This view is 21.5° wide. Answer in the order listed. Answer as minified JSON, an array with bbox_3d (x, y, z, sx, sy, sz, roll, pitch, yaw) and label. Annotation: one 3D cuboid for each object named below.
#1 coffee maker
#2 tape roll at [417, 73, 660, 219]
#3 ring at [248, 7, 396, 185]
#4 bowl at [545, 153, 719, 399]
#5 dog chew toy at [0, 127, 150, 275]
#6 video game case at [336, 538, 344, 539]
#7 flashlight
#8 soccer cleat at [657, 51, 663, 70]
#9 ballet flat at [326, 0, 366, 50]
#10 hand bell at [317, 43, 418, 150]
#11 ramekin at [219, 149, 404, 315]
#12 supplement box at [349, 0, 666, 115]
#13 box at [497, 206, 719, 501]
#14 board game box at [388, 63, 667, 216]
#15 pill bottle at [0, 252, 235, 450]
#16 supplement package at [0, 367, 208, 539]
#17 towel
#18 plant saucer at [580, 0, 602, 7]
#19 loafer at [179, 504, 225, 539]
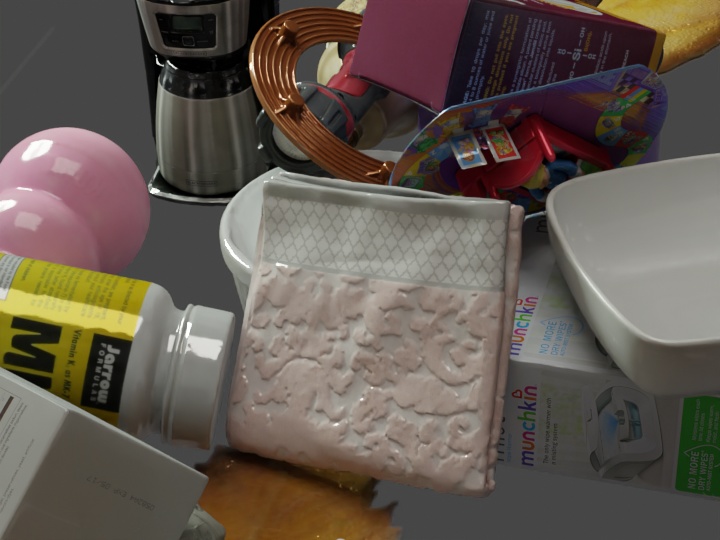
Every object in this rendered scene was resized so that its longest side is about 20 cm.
[{"bbox_3d":[-0.128,-0.183,1.578,0.134,0.201,0.192,-10,34,-12],"label":"coffee maker"},{"bbox_3d":[0.146,-0.115,1.561,0.199,0.085,0.200,-1,33,1],"label":"tape roll"},{"bbox_3d":[0.013,-0.127,1.391,0.200,0.019,0.201,20,41,-18],"label":"ring"},{"bbox_3d":[0.227,0.007,1.206,0.199,0.075,0.200,-9,36,-12],"label":"bowl"},{"bbox_3d":[-0.240,-0.016,1.411,0.124,0.125,0.200,11,43,20],"label":"dog chew toy"},{"bbox_3d":[-0.012,0.246,1.076,0.182,0.022,0.200,25,41,36],"label":"video game case"},{"bbox_3d":[-0.017,-0.143,1.458,0.068,0.068,0.200,29,38,1],"label":"flashlight"},{"bbox_3d":[0.140,-0.174,1.516,0.199,0.068,0.073,-8,32,-2],"label":"soccer cleat"},{"bbox_3d":[0.004,-0.187,1.717,0.065,0.071,0.200,-28,29,11],"label":"ballet flat"},{"bbox_3d":[-0.014,-0.102,1.540,0.104,0.105,0.200,7,37,14],"label":"hand bell"},{"bbox_3d":[0.000,0.000,1.385,0.201,0.095,0.203,-2,33,1],"label":"ramekin"},{"bbox_3d":[0.108,-0.157,1.372,0.199,0.086,0.110,3,18,-40],"label":"supplement box"},{"bbox_3d":[0.179,0.050,1.296,0.176,0.097,0.200,9,36,14],"label":"box"},{"bbox_3d":[0.118,-0.062,1.266,0.199,0.158,0.039,-13,61,-13],"label":"board game box"},{"bbox_3d":[-0.190,0.056,1.278,0.199,0.115,0.114,11,34,0],"label":"pill bottle"},{"bbox_3d":[-0.229,0.131,1.099,0.199,0.152,0.151,22,81,33],"label":"supplement package"},{"bbox_3d":[0.007,0.039,1.235,0.199,0.192,0.032,8,1,32],"label":"towel"},{"bbox_3d":[0.109,-0.216,1.538,0.199,0.036,0.200,-2,-4,0],"label":"plant saucer"},{"bbox_3d":[-0.174,0.144,1.208,0.199,0.070,0.070,27,35,29],"label":"loafer"}]
